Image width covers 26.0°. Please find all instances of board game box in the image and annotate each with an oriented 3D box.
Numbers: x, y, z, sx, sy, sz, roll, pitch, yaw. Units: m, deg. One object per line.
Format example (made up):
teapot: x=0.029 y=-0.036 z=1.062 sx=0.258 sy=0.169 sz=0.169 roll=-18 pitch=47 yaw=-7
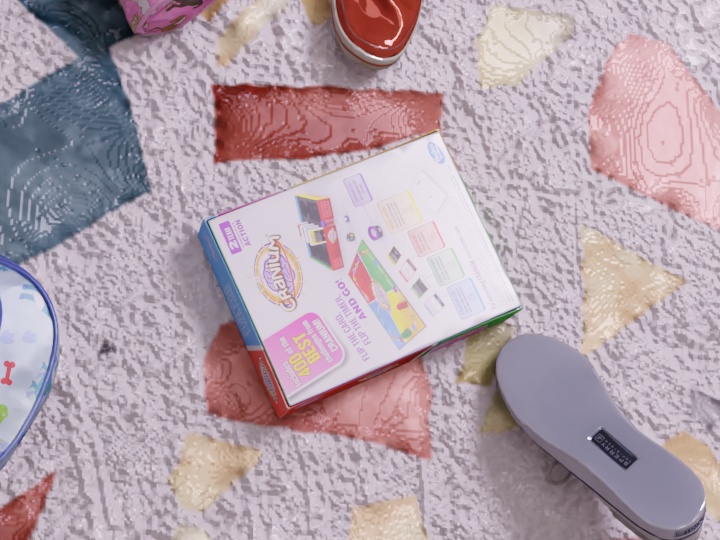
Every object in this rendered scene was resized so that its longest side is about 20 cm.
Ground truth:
board game box: x=0.000 y=0.000 z=1.156 sx=0.199 sy=0.040 sz=0.154 roll=-21 pitch=80 yaw=-18

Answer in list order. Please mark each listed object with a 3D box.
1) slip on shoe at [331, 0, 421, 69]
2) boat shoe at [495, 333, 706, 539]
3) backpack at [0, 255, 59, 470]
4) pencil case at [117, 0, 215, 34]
slip on shoe: x=0.026 y=-0.252 z=1.218 sx=0.074 sy=0.061 sz=0.201 roll=19 pitch=72 yaw=-9
boat shoe: x=0.176 y=0.133 z=1.146 sx=0.074 sy=0.086 sz=0.202 roll=-38 pitch=57 yaw=-16
backpack: x=-0.299 y=0.049 z=1.013 sx=0.199 sy=0.147 sz=0.184 roll=29 pitch=72 yaw=-7
pencil case: x=-0.176 y=-0.274 z=1.172 sx=0.083 sy=0.086 sz=0.201 roll=-21 pitch=79 yaw=-50
